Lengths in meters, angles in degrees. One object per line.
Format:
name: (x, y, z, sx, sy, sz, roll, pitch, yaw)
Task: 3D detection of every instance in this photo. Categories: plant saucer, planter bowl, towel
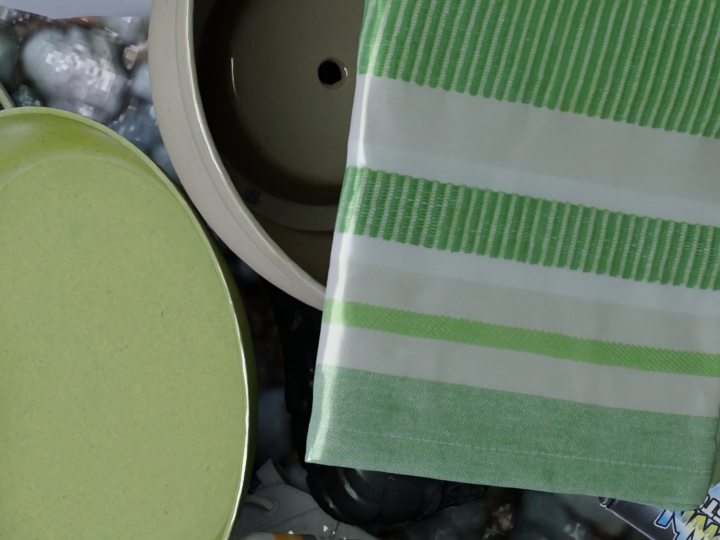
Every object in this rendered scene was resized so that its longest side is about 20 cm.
plant saucer: (-0.105, 0.039, 1.086, 0.200, 0.031, 0.201, 7, 100, 40)
planter bowl: (0.010, -0.074, 1.041, 0.200, 0.135, 0.201, 1, 88, -24)
towel: (0.063, -0.028, 0.978, 0.152, 0.023, 0.201, 9, 85, -23)

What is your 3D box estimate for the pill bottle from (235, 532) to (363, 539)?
pill bottle: (0.046, 0.158, 1.058, 0.199, 0.116, 0.117, 6, 90, -8)

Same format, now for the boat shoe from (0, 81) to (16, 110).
boat shoe: (-0.164, -0.019, 1.183, 0.075, 0.075, 0.203, -28, 80, 16)

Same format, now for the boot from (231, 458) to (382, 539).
boot: (-0.057, 0.115, 1.154, 0.199, 0.074, 0.096, 23, 90, 9)

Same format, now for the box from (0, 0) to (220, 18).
box: (-0.108, -0.202, 1.118, 0.124, 0.097, 0.201, 5, 86, 56)

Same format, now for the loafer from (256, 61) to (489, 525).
loafer: (0.000, 0.000, 1.138, 0.068, 0.070, 0.201, -41, 57, 55)

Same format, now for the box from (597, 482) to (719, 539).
box: (0.193, 0.091, 1.043, 0.200, 0.035, 0.110, 34, 100, -8)
